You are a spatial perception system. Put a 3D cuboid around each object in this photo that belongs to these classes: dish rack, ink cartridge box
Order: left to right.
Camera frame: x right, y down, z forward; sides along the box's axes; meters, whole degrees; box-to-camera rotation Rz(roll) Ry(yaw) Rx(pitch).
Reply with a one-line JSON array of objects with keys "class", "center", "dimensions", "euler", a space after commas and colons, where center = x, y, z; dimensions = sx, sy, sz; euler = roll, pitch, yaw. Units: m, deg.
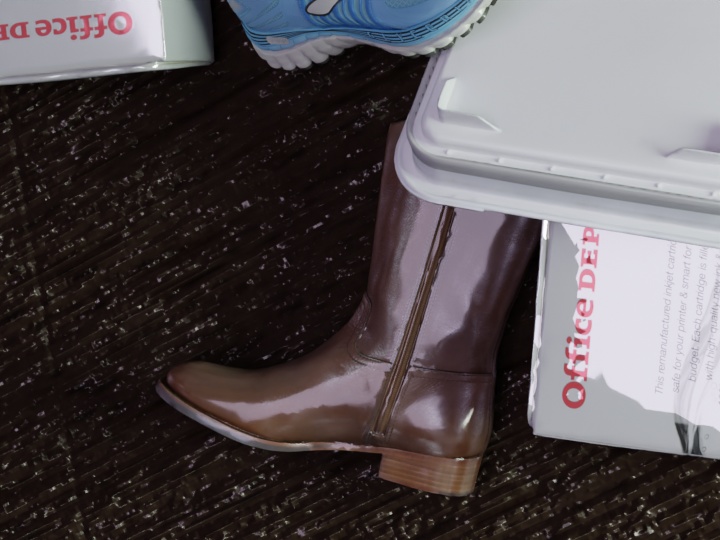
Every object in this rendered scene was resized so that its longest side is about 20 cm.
[{"class": "ink cartridge box", "center": [-0.164, -0.201, 1.263], "dimensions": [0.144, 0.083, 0.201], "euler": [-3, 93, 18]}, {"class": "dish rack", "center": [0.124, -0.101, 1.155], "dimensions": [0.199, 0.044, 0.172], "euler": [10, 59, 19]}, {"class": "ink cartridge box", "center": [0.192, 0.018, 1.173], "dimensions": [0.199, 0.084, 0.145], "euler": [7, 96, 17]}]

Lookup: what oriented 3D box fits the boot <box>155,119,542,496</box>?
[{"class": "boot", "center": [0.000, 0.000, 1.245], "dimensions": [0.185, 0.064, 0.201], "euler": [14, 102, 3]}]

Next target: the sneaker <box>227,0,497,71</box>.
[{"class": "sneaker", "center": [-0.004, -0.156, 1.180], "dimensions": [0.199, 0.090, 0.079], "euler": [-11, 48, 42]}]
